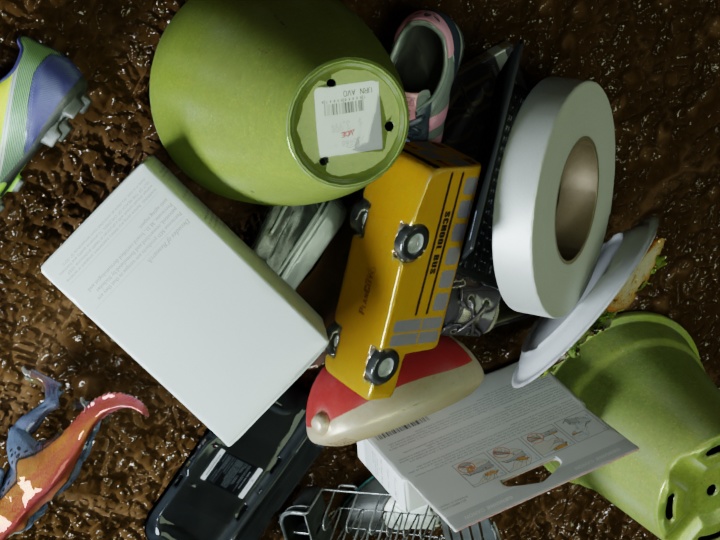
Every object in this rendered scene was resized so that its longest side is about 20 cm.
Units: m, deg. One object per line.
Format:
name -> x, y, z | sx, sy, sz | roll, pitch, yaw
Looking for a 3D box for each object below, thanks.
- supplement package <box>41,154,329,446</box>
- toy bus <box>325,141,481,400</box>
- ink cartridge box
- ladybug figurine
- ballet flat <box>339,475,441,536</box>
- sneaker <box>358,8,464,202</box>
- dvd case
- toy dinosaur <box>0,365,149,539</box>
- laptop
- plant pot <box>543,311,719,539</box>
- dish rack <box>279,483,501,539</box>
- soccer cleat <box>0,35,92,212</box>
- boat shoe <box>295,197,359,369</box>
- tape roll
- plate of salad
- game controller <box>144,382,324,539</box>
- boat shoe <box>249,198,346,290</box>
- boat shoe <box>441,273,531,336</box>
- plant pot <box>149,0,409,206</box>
supplement package -> -0.135, 0.020, 1.243 | 0.200, 0.117, 0.117 | 44, 92, -8
toy bus -> 0.032, 0.000, 1.266 | 0.078, 0.065, 0.201 | -6, 117, -42
ink cartridge box -> 0.123, 0.168, 1.442 | 0.200, 0.176, 0.045 | -20, 126, -22
ladybug figurine -> 0.025, 0.100, 1.400 | 0.200, 0.136, 0.072 | -18, 88, -50
ballet flat -> 0.073, 0.202, 1.512 | 0.200, 0.068, 0.068 | -33, 126, -7
sneaker -> 0.034, -0.117, 1.292 | 0.070, 0.082, 0.201 | 10, 92, 12
dvd case -> 0.070, -0.092, 1.391 | 0.200, 0.016, 0.149 | -31, 124, -9
toy dinosaur -> -0.286, 0.172, 1.280 | 0.105, 0.200, 0.182 | 35, 65, -20
laptop -> 0.148, -0.074, 1.328 | 0.200, 0.103, 0.178 | 22, 79, -38
plant pot -> 0.294, 0.168, 1.532 | 0.200, 0.184, 0.201 | -11, 119, -21
dish rack -> 0.036, 0.270, 1.474 | 0.199, 0.055, 0.154 | 1, 128, 22
soccer cleat -> -0.291, -0.091, 1.200 | 0.084, 0.065, 0.200 | 42, 98, -6
boat shoe -> 0.000, 0.000, 1.363 | 0.200, 0.070, 0.070 | -48, 159, 1
tape roll -> 0.164, -0.060, 1.315 | 0.203, 0.037, 0.203 | -32, 126, -57
plate of salad -> 0.209, 0.034, 1.423 | 0.048, 0.200, 0.200 | 39, 95, -3
game controller -> -0.110, 0.186, 1.440 | 0.104, 0.042, 0.200 | 33, 98, -20
boat shoe -> -0.094, 0.007, 1.340 | 0.071, 0.072, 0.200 | 34, 93, -10
boat shoe -> 0.097, 0.026, 1.394 | 0.200, 0.065, 0.072 | -11, 139, -48
plant pot -> -0.045, -0.125, 1.184 | 0.187, 0.200, 0.188 | -5, 105, -20
